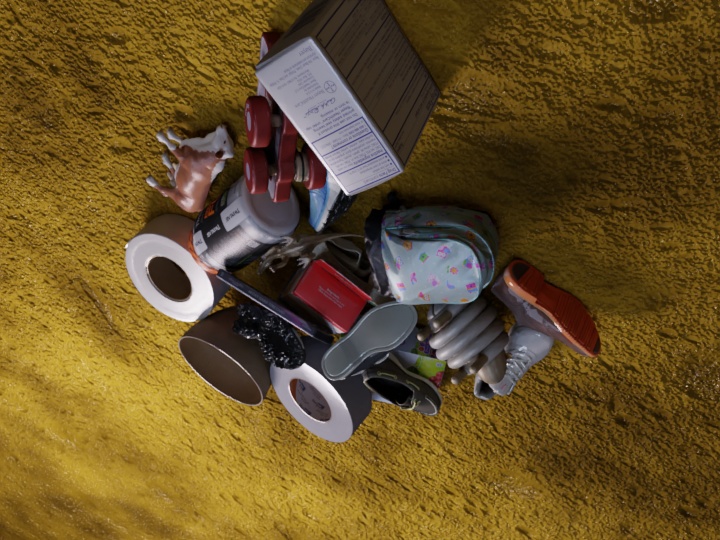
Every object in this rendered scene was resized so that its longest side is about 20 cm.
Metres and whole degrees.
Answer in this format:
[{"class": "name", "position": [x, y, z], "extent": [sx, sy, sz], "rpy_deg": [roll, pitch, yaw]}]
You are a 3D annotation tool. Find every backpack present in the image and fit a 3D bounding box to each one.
[{"class": "backpack", "position": [0.112, -0.022, 1.150], "extent": [0.196, 0.127, 0.169], "rpy_deg": [0, 128, 23]}]

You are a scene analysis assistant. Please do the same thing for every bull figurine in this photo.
[{"class": "bull figurine", "position": [-0.282, -0.176, 1.251], "extent": [0.120, 0.065, 0.201], "rpy_deg": [34, 136, -1]}]

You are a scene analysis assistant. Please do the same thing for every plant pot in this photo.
[{"class": "plant pot", "position": [-0.239, 0.148, 1.481], "extent": [0.197, 0.135, 0.202], "rpy_deg": [24, 147, 17]}]

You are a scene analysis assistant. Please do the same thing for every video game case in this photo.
[{"class": "video game case", "position": [-0.143, 0.064, 1.292], "extent": [0.198, 0.019, 0.143], "rpy_deg": [31, 175, 14]}]

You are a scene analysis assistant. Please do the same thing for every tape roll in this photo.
[{"class": "tape roll", "position": [-0.075, 0.220, 1.400], "extent": [0.198, 0.066, 0.203], "rpy_deg": [26, 138, 26]}, {"class": "tape roll", "position": [-0.346, -0.004, 1.431], "extent": [0.199, 0.071, 0.205], "rpy_deg": [16, 131, 18]}]

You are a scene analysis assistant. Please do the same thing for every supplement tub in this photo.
[{"class": "supplement tub", "position": [-0.201, -0.075, 1.263], "extent": [0.122, 0.124, 0.199], "rpy_deg": [44, 135, -18]}]

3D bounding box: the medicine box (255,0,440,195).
[{"class": "medicine box", "position": [-0.007, -0.236, 0.958], "extent": [0.102, 0.184, 0.201], "rpy_deg": [-17, 122, 38]}]

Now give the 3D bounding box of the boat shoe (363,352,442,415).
[{"class": "boat shoe", "position": [0.073, 0.211, 1.330], "extent": [0.071, 0.061, 0.201], "rpy_deg": [-28, 127, 32]}]

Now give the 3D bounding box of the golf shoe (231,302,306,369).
[{"class": "golf shoe", "position": [-0.141, 0.113, 1.332], "extent": [0.094, 0.079, 0.199], "rpy_deg": [15, -167, -44]}]

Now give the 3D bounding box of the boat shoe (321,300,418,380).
[{"class": "boat shoe", "position": [0.022, 0.112, 1.238], "extent": [0.198, 0.060, 0.077], "rpy_deg": [-32, 73, 26]}]

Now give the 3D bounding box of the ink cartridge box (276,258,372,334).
[{"class": "ink cartridge box", "position": [-0.065, 0.049, 1.295], "extent": [0.115, 0.068, 0.200], "rpy_deg": [37, 165, -9]}]

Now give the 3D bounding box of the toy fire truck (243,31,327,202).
[{"class": "toy fire truck", "position": [-0.116, -0.210, 1.072], "extent": [0.110, 0.170, 0.202], "rpy_deg": [-7, 139, -17]}]

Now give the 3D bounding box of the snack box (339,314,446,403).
[{"class": "snack box", "position": [0.054, 0.173, 1.396], "extent": [0.196, 0.068, 0.171], "rpy_deg": [13, 137, 5]}]

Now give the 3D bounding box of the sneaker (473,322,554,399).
[{"class": "sneaker", "position": [0.258, 0.163, 1.272], "extent": [0.077, 0.100, 0.201], "rpy_deg": [30, 138, -4]}]

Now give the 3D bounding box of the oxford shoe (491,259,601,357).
[{"class": "oxford shoe", "position": [0.294, 0.068, 1.190], "extent": [0.200, 0.071, 0.073], "rpy_deg": [43, 140, -1]}]

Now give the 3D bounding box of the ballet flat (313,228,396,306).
[{"class": "ballet flat", "position": [0.000, 0.000, 1.277], "extent": [0.198, 0.068, 0.063], "rpy_deg": [32, 128, -5]}]

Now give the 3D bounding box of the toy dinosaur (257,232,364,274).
[{"class": "toy dinosaur", "position": [-0.093, -0.041, 1.210], "extent": [0.196, 0.101, 0.059], "rpy_deg": [-18, 101, 14]}]

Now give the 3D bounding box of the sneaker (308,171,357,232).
[{"class": "sneaker", "position": [-0.053, -0.149, 1.168], "extent": [0.089, 0.078, 0.202], "rpy_deg": [36, 138, 19]}]

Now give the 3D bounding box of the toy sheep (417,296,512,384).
[{"class": "toy sheep", "position": [0.168, 0.099, 1.232], "extent": [0.201, 0.137, 0.138], "rpy_deg": [54, 136, 2]}]
